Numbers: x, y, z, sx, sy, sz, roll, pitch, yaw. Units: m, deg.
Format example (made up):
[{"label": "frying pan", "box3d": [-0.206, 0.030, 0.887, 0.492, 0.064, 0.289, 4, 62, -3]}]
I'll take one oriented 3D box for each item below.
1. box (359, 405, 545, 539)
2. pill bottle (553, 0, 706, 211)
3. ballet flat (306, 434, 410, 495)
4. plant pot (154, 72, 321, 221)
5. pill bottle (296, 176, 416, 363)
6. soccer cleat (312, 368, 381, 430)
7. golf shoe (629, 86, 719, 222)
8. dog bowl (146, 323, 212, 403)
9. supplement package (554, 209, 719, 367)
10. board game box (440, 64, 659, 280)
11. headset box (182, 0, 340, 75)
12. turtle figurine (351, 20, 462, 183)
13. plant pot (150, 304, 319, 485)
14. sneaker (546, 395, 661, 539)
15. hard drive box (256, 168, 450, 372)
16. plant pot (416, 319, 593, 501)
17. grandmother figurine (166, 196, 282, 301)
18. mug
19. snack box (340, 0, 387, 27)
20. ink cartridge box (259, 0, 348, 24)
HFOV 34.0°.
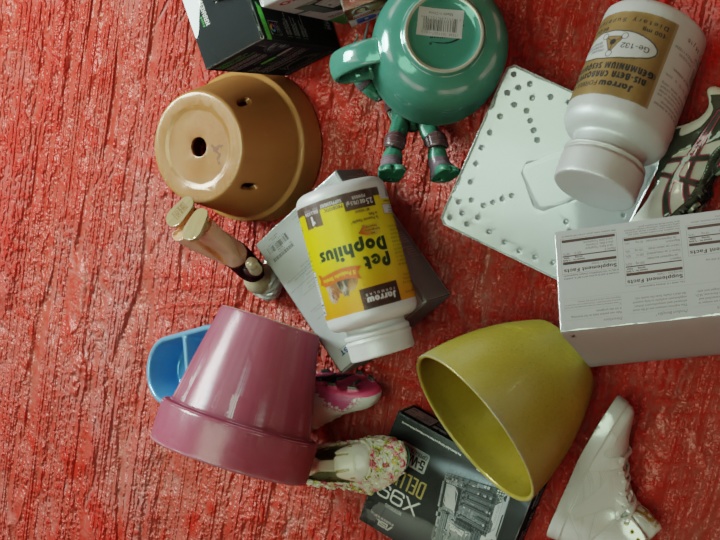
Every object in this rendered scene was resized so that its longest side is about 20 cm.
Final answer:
[{"label": "box", "box3d": [0.112, 0.283, 1.455, 0.199, 0.050, 0.159, 27, 107, 23]}, {"label": "pill bottle", "box3d": [0.278, -0.171, 1.235, 0.114, 0.114, 0.201, 17, 75, 25]}, {"label": "ballet flat", "box3d": [-0.020, 0.246, 1.477, 0.199, 0.063, 0.076, -22, 66, 51]}, {"label": "plant pot", "box3d": [-0.169, -0.160, 1.507, 0.198, 0.140, 0.202, 3, 97, 29]}, {"label": "pill bottle", "box3d": [0.000, 0.000, 1.364, 0.109, 0.109, 0.202, -17, 88, 29]}, {"label": "soccer cleat", "box3d": [-0.055, 0.173, 1.530, 0.199, 0.070, 0.087, 2, 105, 34]}, {"label": "golf shoe", "box3d": [0.348, -0.104, 1.273, 0.200, 0.077, 0.088, -46, 75, 15]}, {"label": "dog bowl", "box3d": [-0.217, 0.128, 1.587, 0.199, 0.049, 0.113, -16, 76, 42]}, {"label": "supplement package", "box3d": [0.318, 0.023, 1.227, 0.198, 0.156, 0.112, -7, 70, 21]}, {"label": "board game box", "box3d": [0.219, -0.103, 1.342, 0.199, 0.026, 0.201, 26, 107, 8]}, {"label": "headset box", "box3d": [-0.135, -0.337, 1.434, 0.092, 0.200, 0.176, -21, 85, 29]}, {"label": "turtle figurine", "box3d": [0.064, -0.206, 1.399, 0.148, 0.101, 0.202, -5, 75, 10]}, {"label": "plant pot", "box3d": [-0.135, 0.146, 1.435, 0.199, 0.200, 0.181, 14, 85, 26]}, {"label": "sneaker", "box3d": [0.300, 0.248, 1.343, 0.115, 0.074, 0.201, 27, 117, 21]}, {"label": "hard drive box", "box3d": [-0.011, -0.001, 1.475, 0.156, 0.077, 0.201, -40, 77, 26]}, {"label": "plant pot", "box3d": [0.180, 0.138, 1.336, 0.142, 0.200, 0.200, -35, 75, -16]}, {"label": "grandmother figurine", "box3d": [-0.165, -0.020, 1.501, 0.061, 0.200, 0.121, -44, 47, 3]}, {"label": "mug", "box3d": [0.075, -0.236, 1.297, 0.185, 0.114, 0.152, -42, 87, -5]}, {"label": "snack box", "box3d": [0.075, -0.331, 1.354, 0.198, 0.072, 0.025, -18, 86, 6]}, {"label": "ink cartridge box", "box3d": [-0.021, -0.358, 1.368, 0.145, 0.200, 0.085, -18, 87, 28]}]
